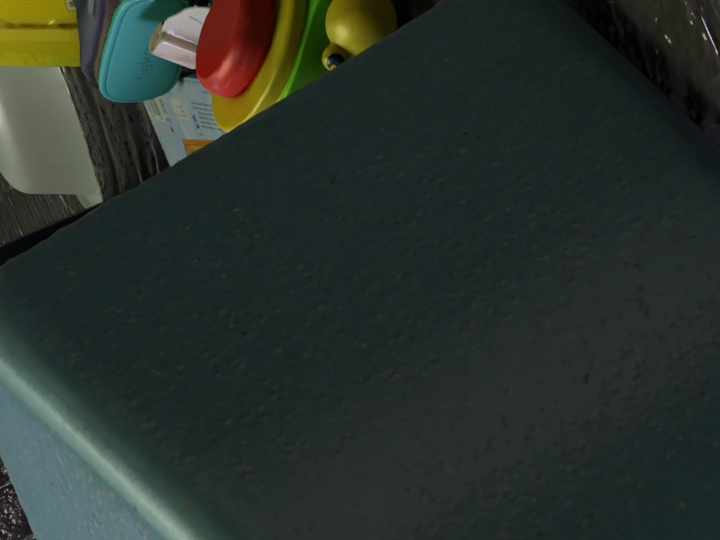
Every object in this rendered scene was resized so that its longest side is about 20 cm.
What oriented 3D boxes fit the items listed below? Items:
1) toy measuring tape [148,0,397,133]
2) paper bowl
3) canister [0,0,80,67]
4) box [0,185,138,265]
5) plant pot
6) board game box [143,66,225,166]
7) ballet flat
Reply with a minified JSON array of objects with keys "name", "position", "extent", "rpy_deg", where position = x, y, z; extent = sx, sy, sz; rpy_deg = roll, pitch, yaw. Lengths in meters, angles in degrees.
[{"name":"toy measuring tape","position":[-0.041,-0.073,0.777],"extent":[0.200,0.073,0.074],"rpy_deg":[-4,111,63]},{"name":"paper bowl","position":[-0.184,-0.127,1.202],"extent":[0.202,0.104,0.201],"rpy_deg":[60,167,23]},{"name":"canister","position":[-0.190,-0.204,1.007],"extent":[0.201,0.147,0.087],"rpy_deg":[86,-170,-48]},{"name":"box","position":[-0.114,0.047,1.135],"extent":[0.200,0.104,0.149],"rpy_deg":[73,174,-82]},{"name":"plant pot","position":[0.043,0.077,0.552],"extent":[0.200,0.195,0.197],"rpy_deg":[40,154,37]},{"name":"board game box","position":[-0.033,-0.008,0.969],"extent":[0.201,0.041,0.200],"rpy_deg":[69,166,-14]},{"name":"ballet flat","position":[-0.086,-0.142,0.861],"extent":[0.073,0.073,0.200],"rpy_deg":[62,155,12]}]
